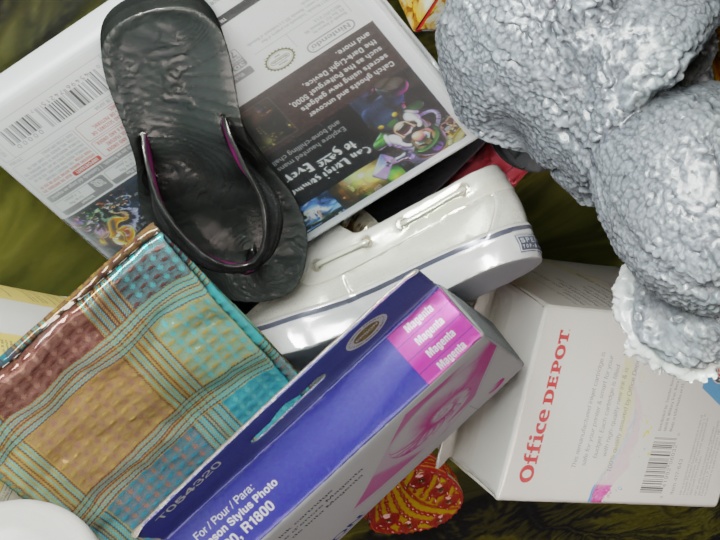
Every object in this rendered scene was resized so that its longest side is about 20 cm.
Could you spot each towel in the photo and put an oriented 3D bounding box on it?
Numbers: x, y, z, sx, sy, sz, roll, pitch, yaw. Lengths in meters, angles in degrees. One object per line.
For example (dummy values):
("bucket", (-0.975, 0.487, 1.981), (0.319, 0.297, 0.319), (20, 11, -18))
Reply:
("towel", (-0.108, 0.076, 0.908), (0.147, 0.022, 0.200), (-42, 141, -4))

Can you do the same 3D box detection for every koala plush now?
("koala plush", (0.144, -0.061, 0.829), (0.183, 0.201, 0.178), (-7, 149, -25))

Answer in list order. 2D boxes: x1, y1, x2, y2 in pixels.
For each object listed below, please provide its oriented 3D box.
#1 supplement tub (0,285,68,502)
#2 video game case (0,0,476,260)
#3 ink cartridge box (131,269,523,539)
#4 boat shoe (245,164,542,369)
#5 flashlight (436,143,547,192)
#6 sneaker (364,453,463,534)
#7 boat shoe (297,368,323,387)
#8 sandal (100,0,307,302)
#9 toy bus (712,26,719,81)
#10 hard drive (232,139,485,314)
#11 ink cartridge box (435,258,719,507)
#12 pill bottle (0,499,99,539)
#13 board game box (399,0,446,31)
("supplement tub", (-0.207, 0.079, 0.955), (0.145, 0.146, 0.199), (-41, 146, 28))
("video game case", (-0.066, -0.075, 0.880), (0.199, 0.023, 0.182), (-31, 133, 15))
("ink cartridge box", (-0.008, 0.093, 0.945), (0.196, 0.043, 0.200), (-43, 165, 5))
("boat shoe", (0.000, 0.000, 0.972), (0.199, 0.070, 0.071), (-25, 165, 23))
("flashlight", (0.064, -0.038, 1.037), (0.068, 0.068, 0.200), (-22, 161, -45))
("sneaker", (-0.002, 0.116, 1.180), (0.073, 0.077, 0.200), (-40, 131, 18))
("boat shoe", (-0.028, 0.067, 1.095), (0.070, 0.072, 0.200), (-32, 174, 41))
("sandal", (-0.077, -0.043, 0.856), (0.075, 0.048, 0.201), (-18, 136, 3))
("toy bus", (0.218, -0.066, 1.063), (0.190, 0.137, 0.200), (2, 147, -17))
("hard drive", (-0.036, -0.042, 0.988), (0.200, 0.043, 0.134), (-41, 147, 27))
("ink cartridge box", (0.134, 0.068, 1.145), (0.199, 0.125, 0.130), (7, 104, -28))
("pill bottle", (-0.151, 0.216, 0.917), (0.112, 0.113, 0.201), (-23, 137, -1))
("board game box", (0.121, -0.195, 0.846), (0.151, 0.047, 0.200), (-3, 145, -33))
